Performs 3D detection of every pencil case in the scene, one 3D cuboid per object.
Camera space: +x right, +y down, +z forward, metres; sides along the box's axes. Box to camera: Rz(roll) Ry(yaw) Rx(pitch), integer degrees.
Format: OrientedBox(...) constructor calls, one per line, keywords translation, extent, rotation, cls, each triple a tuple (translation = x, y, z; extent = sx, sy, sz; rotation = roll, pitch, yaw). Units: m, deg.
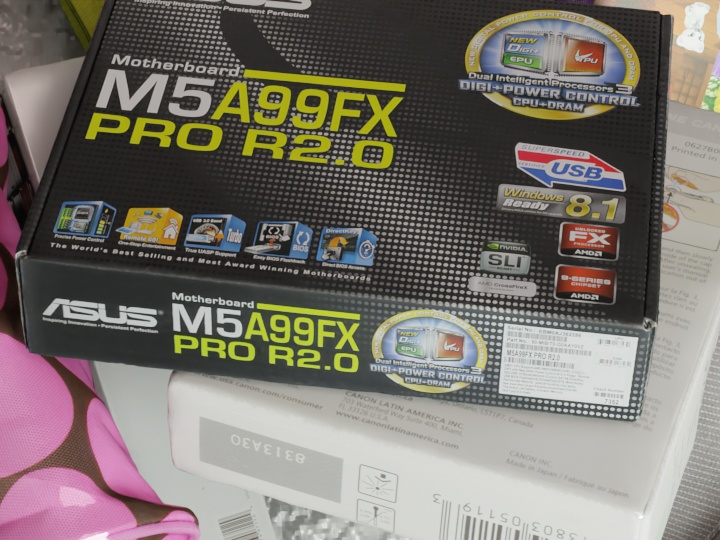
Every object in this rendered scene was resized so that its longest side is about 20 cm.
OrientedBox(translation=(-0.126, 0.025, 0.781), extent=(0.093, 0.091, 0.201), rotation=(-3, 60, -46), cls="pencil case")

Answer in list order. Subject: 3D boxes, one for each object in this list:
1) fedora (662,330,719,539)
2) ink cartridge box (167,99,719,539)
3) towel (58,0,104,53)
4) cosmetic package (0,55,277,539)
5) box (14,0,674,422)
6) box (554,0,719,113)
OrientedBox(translation=(0.141, 0.038, 0.847), extent=(0.090, 0.177, 0.200), rotation=(37, 93, 3), cls="fedora")
OrientedBox(translation=(0.045, 0.008, 0.788), extent=(0.160, 0.050, 0.200), rotation=(15, 43, 13), cls="ink cartridge box")
OrientedBox(translation=(-0.089, -0.150, 0.859), extent=(0.086, 0.200, 0.018), rotation=(-31, 45, -9), cls="towel")
OrientedBox(translation=(-0.093, 0.028, 0.861), extent=(0.050, 0.083, 0.201), rotation=(-16, 83, -22), cls="cosmetic package")
OrientedBox(translation=(0.001, -0.032, 0.762), extent=(0.199, 0.044, 0.161), rotation=(7, 44, 5), cls="box")
OrientedBox(translation=(0.163, -0.059, 0.897), extent=(0.199, 0.039, 0.137), rotation=(9, 111, -19), cls="box")
